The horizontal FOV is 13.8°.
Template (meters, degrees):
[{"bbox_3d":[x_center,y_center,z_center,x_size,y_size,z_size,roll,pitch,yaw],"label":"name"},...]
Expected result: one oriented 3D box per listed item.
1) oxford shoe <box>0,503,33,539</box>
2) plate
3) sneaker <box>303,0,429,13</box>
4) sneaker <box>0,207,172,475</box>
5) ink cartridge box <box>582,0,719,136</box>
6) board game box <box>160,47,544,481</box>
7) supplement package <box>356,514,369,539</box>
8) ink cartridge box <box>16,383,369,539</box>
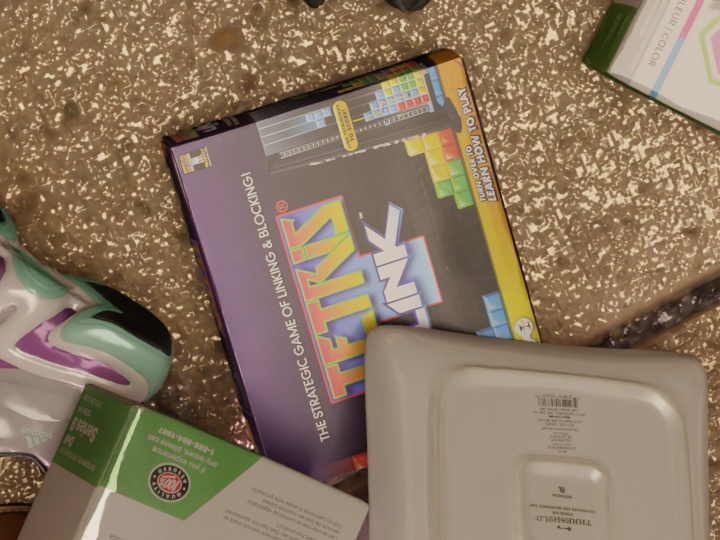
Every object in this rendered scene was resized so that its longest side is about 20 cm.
[{"bbox_3d":[-0.166,0.165,1.584,0.199,0.071,0.072,-7,104,-6],"label":"oxford shoe"},{"bbox_3d":[0.100,0.127,1.546,0.199,0.032,0.201,6,69,-18],"label":"plate"},{"bbox_3d":[-0.040,-0.182,1.548,0.199,0.074,0.085,9,98,-12],"label":"sneaker"},{"bbox_3d":[-0.212,0.041,1.553,0.200,0.078,0.140,36,104,1],"label":"sneaker"},{"bbox_3d":[0.234,-0.113,1.616,0.199,0.059,0.104,26,93,-13],"label":"ink cartridge box"},{"bbox_3d":[0.000,0.000,1.595,0.165,0.057,0.201,-19,102,-8],"label":"board game box"},{"bbox_3d":[0.027,0.244,1.605,0.121,0.120,0.201,17,95,-13],"label":"supplement package"},{"bbox_3d":[-0.107,0.179,1.508,0.145,0.087,0.201,25,85,-26],"label":"ink cartridge box"}]
